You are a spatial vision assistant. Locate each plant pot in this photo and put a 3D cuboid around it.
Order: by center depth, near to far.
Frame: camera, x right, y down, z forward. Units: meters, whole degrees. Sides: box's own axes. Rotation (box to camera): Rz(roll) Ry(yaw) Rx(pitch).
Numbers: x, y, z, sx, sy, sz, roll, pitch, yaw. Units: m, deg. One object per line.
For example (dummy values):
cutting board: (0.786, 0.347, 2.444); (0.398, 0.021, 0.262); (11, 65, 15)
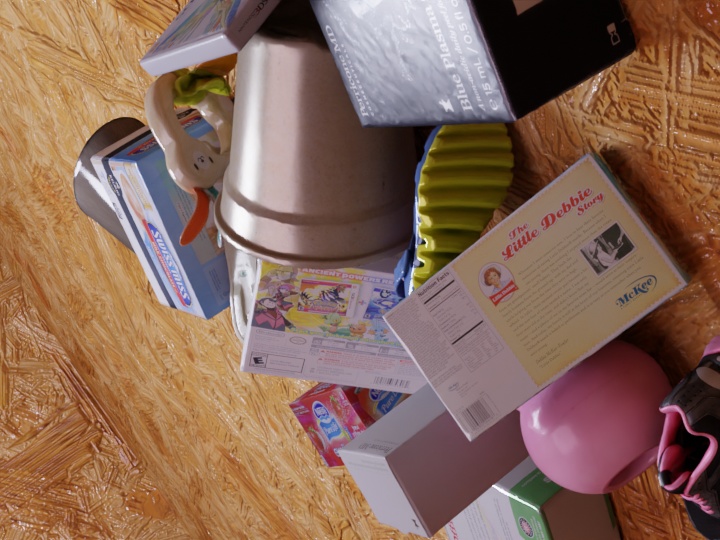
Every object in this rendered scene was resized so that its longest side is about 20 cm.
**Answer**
plant pot: (-0.031, -0.132, 0.980); (0.200, 0.199, 0.185); (35, 136, 42)

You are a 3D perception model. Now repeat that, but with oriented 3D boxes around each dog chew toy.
dog chew toy: (0.160, 0.076, 0.922); (0.201, 0.124, 0.125); (55, 157, 26)

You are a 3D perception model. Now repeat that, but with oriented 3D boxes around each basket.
basket: (-0.277, -0.081, 1.565); (0.200, 0.135, 0.181); (42, 147, 24)

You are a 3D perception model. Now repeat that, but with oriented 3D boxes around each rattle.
rattle: (-0.132, -0.137, 1.148); (0.130, 0.142, 0.201); (49, -155, -45)

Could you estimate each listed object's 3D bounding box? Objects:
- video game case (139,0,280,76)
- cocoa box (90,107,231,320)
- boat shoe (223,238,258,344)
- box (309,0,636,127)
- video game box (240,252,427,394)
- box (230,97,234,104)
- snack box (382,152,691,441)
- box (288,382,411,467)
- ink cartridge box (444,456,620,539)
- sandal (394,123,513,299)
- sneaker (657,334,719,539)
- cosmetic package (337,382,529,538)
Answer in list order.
video game case: (-0.092, -0.242, 0.950); (0.022, 0.183, 0.199); (42, 163, -25)
cocoa box: (-0.190, -0.067, 1.313); (0.131, 0.133, 0.202); (13, 130, 55)
boat shoe: (-0.105, -0.020, 1.264); (0.071, 0.067, 0.203); (4, 100, 39)
box: (0.054, -0.209, 0.781); (0.199, 0.117, 0.198); (10, 128, 61)
video game box: (-0.006, 0.041, 1.080); (0.183, 0.198, 0.047); (108, 168, -52)
box: (-0.098, -0.091, 1.319); (0.143, 0.036, 0.201); (48, 155, 22)
snack box: (0.127, 0.021, 0.846); (0.117, 0.199, 0.037); (54, -162, 8)
box: (0.005, 0.160, 1.338); (0.096, 0.099, 0.200); (58, 157, -1)
ink cartridge box: (0.158, 0.238, 1.151); (0.199, 0.087, 0.147); (16, 133, 54)
sandal: (0.067, -0.038, 0.932); (0.087, 0.079, 0.202); (-143, 66, -71)
sneaker: (0.250, 0.141, 0.848); (0.079, 0.095, 0.201); (33, 147, 41)
cosmetic package: (0.093, 0.140, 1.019); (0.085, 0.199, 0.107); (61, 155, -9)
